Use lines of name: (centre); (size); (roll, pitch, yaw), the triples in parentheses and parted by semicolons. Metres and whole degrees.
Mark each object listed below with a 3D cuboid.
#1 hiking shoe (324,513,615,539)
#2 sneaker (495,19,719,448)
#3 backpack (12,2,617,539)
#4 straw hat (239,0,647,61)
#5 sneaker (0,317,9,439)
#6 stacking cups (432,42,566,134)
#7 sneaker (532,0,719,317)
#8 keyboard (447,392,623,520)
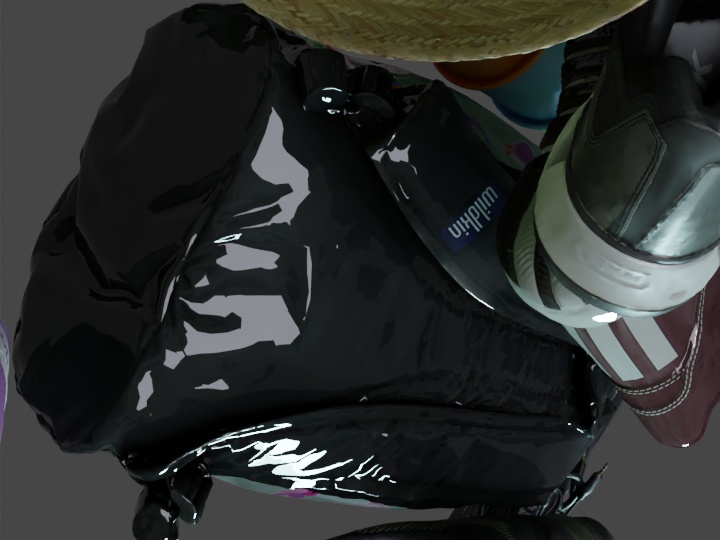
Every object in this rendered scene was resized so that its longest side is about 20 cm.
hiking shoe: (-0.014, 0.118, 0.938); (0.199, 0.076, 0.101); (-22, 155, 29)
sneaker: (0.111, -0.026, 0.867); (0.116, 0.075, 0.200); (57, 45, -29)
backpack: (0.000, 0.000, 0.901); (0.199, 0.127, 0.167); (15, 114, -41)
straw hat: (0.028, -0.138, 0.759); (0.201, 0.201, 0.085); (-47, 163, -5)
sneaker: (-0.172, 0.088, 0.850); (0.073, 0.114, 0.200); (43, 107, -14)
stacking cups: (0.052, -0.080, 0.919); (0.200, 0.060, 0.061); (26, 98, -50)
sneaker: (0.110, -0.083, 0.767); (0.200, 0.066, 0.091); (-64, -179, -35)
keyboard: (0.050, 0.071, 1.006); (0.040, 0.104, 0.201); (29, 96, -15)
